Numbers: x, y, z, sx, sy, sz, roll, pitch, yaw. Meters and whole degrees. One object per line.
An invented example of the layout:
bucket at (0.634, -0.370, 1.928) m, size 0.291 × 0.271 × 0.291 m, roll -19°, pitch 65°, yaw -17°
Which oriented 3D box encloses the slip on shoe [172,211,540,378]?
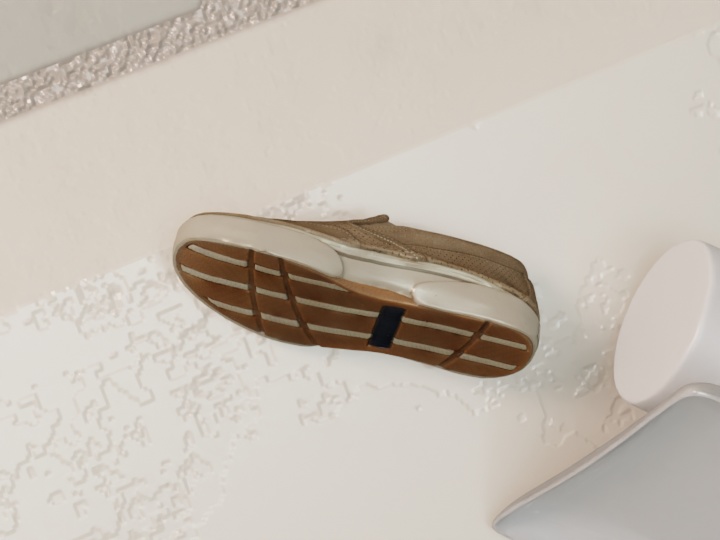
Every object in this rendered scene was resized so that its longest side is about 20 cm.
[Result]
slip on shoe at (0.000, 0.000, 1.144) m, size 0.199 × 0.076 × 0.061 m, roll 13°, pitch 53°, yaw -9°

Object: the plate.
plate at (0.202, 0.127, 1.165) m, size 0.199 × 0.200 × 0.032 m, roll 24°, pitch 54°, yaw -17°

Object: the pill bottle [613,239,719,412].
pill bottle at (0.245, 0.065, 1.192) m, size 0.199 × 0.114 × 0.115 m, roll 23°, pitch 89°, yaw -17°
